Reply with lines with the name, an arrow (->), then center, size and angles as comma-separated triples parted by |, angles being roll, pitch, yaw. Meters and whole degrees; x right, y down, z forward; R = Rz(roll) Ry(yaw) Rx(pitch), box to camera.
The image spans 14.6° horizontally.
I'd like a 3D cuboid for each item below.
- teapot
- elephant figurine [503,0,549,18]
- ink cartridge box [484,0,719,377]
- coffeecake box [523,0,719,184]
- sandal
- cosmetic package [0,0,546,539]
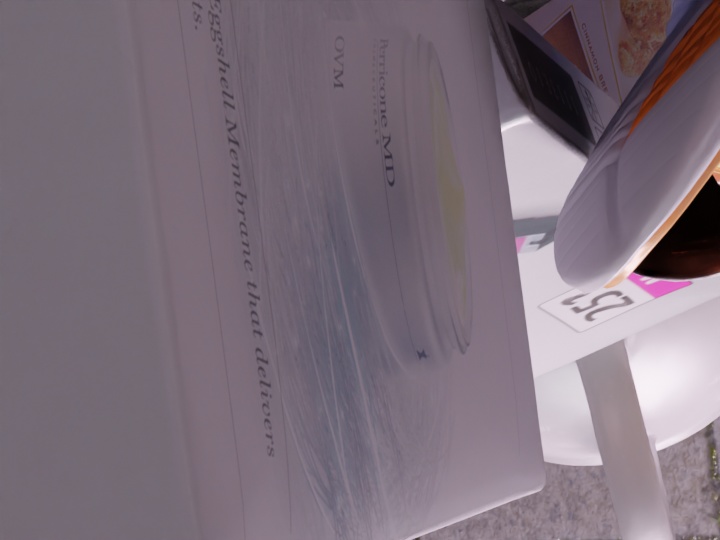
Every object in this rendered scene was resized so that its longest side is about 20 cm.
teapot -> 0.091, 0.007, 1.085 | 0.197, 0.146, 0.200 | 18, -130, 41
elephant figurine -> 0.116, -0.095, 1.232 | 0.155, 0.142, 0.200 | -50, 157, 12
ink cartridge box -> 0.000, 0.000, 0.809 | 0.173, 0.044, 0.200 | -26, 158, 16
coffeecake box -> 0.163, -0.073, 0.896 | 0.153, 0.073, 0.200 | 7, 153, -38
sandal -> 0.112, -0.052, 0.735 | 0.079, 0.059, 0.207 | -48, -174, 37
cosmetic package -> -0.055, -0.035, 0.589 | 0.122, 0.200, 0.200 | -8, 180, 20
